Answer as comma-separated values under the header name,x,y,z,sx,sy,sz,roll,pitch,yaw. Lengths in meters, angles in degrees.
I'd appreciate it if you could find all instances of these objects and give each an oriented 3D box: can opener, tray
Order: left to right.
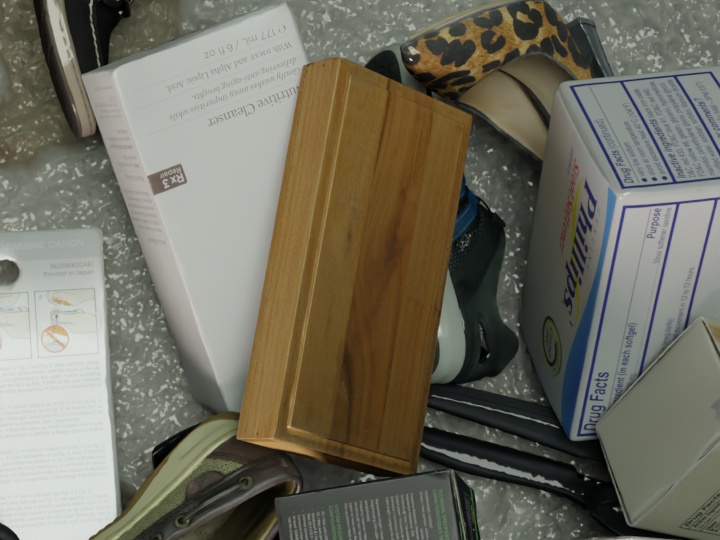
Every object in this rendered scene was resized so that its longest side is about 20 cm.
name,x,y,z,sx,sy,sz,roll,pitch,yaw
tray,0.000,0.000,0.989,0.098,0.037,0.202,19,75,-37
can opener,0.116,0.107,1.077,0.198,0.079,0.064,23,83,4

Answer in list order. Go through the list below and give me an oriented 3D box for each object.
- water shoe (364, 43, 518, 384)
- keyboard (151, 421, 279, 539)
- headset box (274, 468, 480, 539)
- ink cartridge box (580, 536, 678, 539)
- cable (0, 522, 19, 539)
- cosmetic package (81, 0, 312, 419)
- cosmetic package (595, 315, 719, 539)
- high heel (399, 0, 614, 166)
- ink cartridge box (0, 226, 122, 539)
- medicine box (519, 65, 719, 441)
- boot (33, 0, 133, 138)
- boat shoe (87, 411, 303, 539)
name,x,y,z,sx,sy,sz,roll,pitch,yaw
water shoe,0.041,-0.031,1.097,0.078,0.071,0.202,2,75,-39
keyboard,-0.079,0.185,1.039,0.103,0.040,0.202,-10,90,-20
headset box,0.023,0.201,0.973,0.092,0.200,0.176,-9,79,4
ink cartridge box,0.157,0.183,0.996,0.114,0.200,0.069,6,78,-9
cable,-0.253,0.154,0.939,0.162,0.051,0.202,-20,116,-2
cosmetic package,-0.065,-0.032,1.030,0.112,0.081,0.202,-24,100,-17
cosmetic package,0.241,0.101,1.037,0.199,0.105,0.072,16,40,-32
high heel,0.105,-0.078,1.066,0.199,0.071,0.144,-6,72,-51
ink cartridge box,-0.215,0.083,1.028,0.160,0.050,0.202,-3,75,-11
medicine box,0.203,-0.013,1.043,0.198,0.183,0.103,-6,43,-12
boot,-0.117,-0.183,1.086,0.149,0.073,0.202,-7,75,-12
boat shoe,-0.107,0.164,0.964,0.201,0.065,0.073,-54,132,-7
